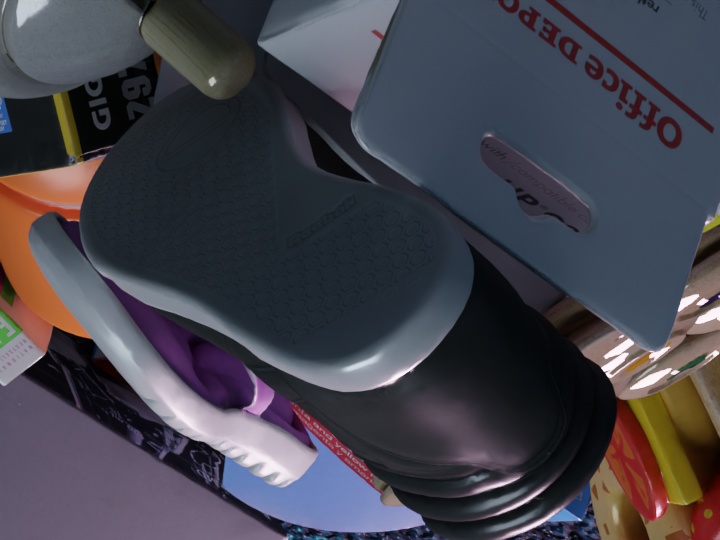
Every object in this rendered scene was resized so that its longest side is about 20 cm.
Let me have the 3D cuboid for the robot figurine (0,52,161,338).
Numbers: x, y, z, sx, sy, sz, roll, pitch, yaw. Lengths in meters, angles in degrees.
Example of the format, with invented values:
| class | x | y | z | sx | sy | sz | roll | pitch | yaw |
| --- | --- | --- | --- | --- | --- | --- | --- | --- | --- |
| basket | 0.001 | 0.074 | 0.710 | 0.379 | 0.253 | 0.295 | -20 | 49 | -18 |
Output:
| class | x | y | z | sx | sy | sz | roll | pitch | yaw |
| --- | --- | --- | --- | --- | --- | --- | --- | --- | --- |
| robot figurine | -0.104 | -0.050 | 0.948 | 0.116 | 0.144 | 0.200 | 6 | 148 | 7 |

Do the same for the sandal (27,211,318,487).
| class | x | y | z | sx | sy | sz | roll | pitch | yaw |
| --- | --- | --- | --- | --- | --- | --- | --- | --- | --- |
| sandal | -0.050 | 0.016 | 0.732 | 0.082 | 0.050 | 0.203 | 48 | 179 | 18 |

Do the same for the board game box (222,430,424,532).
| class | x | y | z | sx | sy | sz | roll | pitch | yaw |
| --- | --- | --- | --- | --- | --- | --- | --- | --- | --- |
| board game box | 0.017 | 0.036 | 1.064 | 0.157 | 0.039 | 0.200 | -2 | 130 | -12 |

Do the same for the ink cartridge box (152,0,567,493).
| class | x | y | z | sx | sy | sz | roll | pitch | yaw |
| --- | --- | --- | --- | --- | --- | --- | --- | --- | --- |
| ink cartridge box | 0.026 | -0.041 | 0.771 | 0.145 | 0.145 | 0.200 | 44 | 160 | 8 |

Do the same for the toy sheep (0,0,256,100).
| class | x | y | z | sx | sy | sz | roll | pitch | yaw |
| --- | --- | --- | --- | --- | --- | --- | --- | --- | --- |
| toy sheep | -0.102 | -0.113 | 0.632 | 0.200 | 0.138 | 0.138 | 49 | 166 | 21 |

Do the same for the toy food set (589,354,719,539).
| class | x | y | z | sx | sy | sz | roll | pitch | yaw |
| --- | --- | --- | --- | --- | --- | --- | --- | --- | --- |
| toy food set | 0.117 | 0.062 | 0.958 | 0.200 | 0.049 | 0.199 | 153 | 92 | -83 |

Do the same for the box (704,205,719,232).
| class | x | y | z | sx | sy | sz | roll | pitch | yaw |
| --- | --- | --- | --- | --- | --- | --- | --- | --- | --- |
| box | 0.185 | -0.021 | 0.852 | 0.117 | 0.048 | 0.200 | 15 | 154 | 16 |

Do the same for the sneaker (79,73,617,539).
| class | x | y | z | sx | sy | sz | roll | pitch | yaw |
| --- | --- | --- | --- | --- | --- | --- | --- | --- | --- |
| sneaker | -0.006 | 0.012 | 0.621 | 0.099 | 0.071 | 0.200 | 48 | 173 | -31 |

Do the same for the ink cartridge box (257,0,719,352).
| class | x | y | z | sx | sy | sz | roll | pitch | yaw |
| --- | --- | --- | --- | --- | --- | --- | --- | --- | --- |
| ink cartridge box | 0.050 | -0.086 | 0.621 | 0.116 | 0.201 | 0.067 | 34 | 153 | -28 |

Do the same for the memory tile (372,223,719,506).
| class | x | y | z | sx | sy | sz | roll | pitch | yaw |
| --- | --- | --- | --- | --- | --- | --- | --- | --- | --- |
| memory tile | 0.104 | 0.014 | 0.729 | 0.017 | 0.200 | 0.153 | 59 | 148 | 13 |

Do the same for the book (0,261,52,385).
| class | x | y | z | sx | sy | sz | roll | pitch | yaw |
| --- | --- | --- | --- | --- | --- | --- | --- | --- | --- |
| book | -0.209 | -0.054 | 0.998 | 0.200 | 0.048 | 0.134 | 48 | -168 | -24 |

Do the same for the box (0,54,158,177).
| class | x | y | z | sx | sy | sz | roll | pitch | yaw |
| --- | --- | --- | --- | --- | --- | --- | --- | --- | --- |
| box | -0.161 | -0.110 | 0.838 | 0.200 | 0.049 | 0.160 | -4 | 104 | 48 |

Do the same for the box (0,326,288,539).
| class | x | y | z | sx | sy | sz | roll | pitch | yaw |
| --- | --- | --- | --- | --- | --- | --- | --- | --- | --- |
| box | -0.163 | 0.095 | 1.253 | 0.200 | 0.104 | 0.182 | 35 | -171 | -30 |

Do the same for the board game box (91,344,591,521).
| class | x | y | z | sx | sy | sz | roll | pitch | yaw |
| --- | --- | --- | --- | --- | --- | --- | --- | --- | --- |
| board game box | -0.006 | 0.064 | 1.205 | 0.200 | 0.056 | 0.196 | 35 | 155 | -29 |
